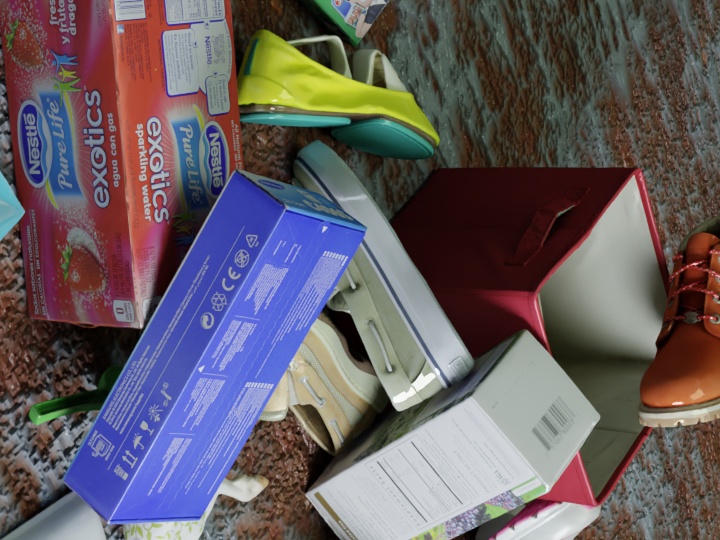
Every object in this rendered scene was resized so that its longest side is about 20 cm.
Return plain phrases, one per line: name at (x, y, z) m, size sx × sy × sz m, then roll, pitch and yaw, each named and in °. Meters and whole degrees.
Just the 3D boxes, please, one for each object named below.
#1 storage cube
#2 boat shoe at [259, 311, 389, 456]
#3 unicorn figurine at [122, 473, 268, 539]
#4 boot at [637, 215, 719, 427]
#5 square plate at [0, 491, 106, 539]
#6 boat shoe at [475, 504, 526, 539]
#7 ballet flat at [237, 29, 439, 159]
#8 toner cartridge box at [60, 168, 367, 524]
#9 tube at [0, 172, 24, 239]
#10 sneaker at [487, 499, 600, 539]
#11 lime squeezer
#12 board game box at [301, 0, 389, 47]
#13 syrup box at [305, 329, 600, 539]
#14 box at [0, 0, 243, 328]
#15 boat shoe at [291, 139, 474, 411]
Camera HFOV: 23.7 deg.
storage cube at (0.109, 0.043, 1.234) m, size 0.171 × 0.178 × 0.202 m, roll -45°, pitch 127°, yaw -41°
boat shoe at (-0.049, 0.064, 1.123) m, size 0.077 × 0.071 × 0.200 m, roll -57°, pitch 134°, yaw -12°
unicorn figurine at (-0.100, 0.196, 1.059) m, size 0.137 × 0.073 × 0.202 m, roll -32°, pitch 96°, yaw -51°
boot at (0.235, 0.035, 1.202) m, size 0.200 × 0.074 × 0.108 m, roll -43°, pitch 122°, yaw -54°
square plate at (-0.192, 0.255, 0.971) m, size 0.199 × 0.028 × 0.201 m, roll -32°, pitch 117°, yaw -48°
boat shoe at (0.142, 0.256, 1.384) m, size 0.064 × 0.070 × 0.202 m, roll -45°, pitch 134°, yaw -40°
ballet flat at (-0.010, -0.121, 1.162) m, size 0.199 × 0.066 × 0.068 m, roll 8°, pitch 81°, yaw -51°
toner cartridge box at (-0.080, 0.046, 0.958) m, size 0.201 × 0.043 × 0.095 m, roll -60°, pitch 154°, yaw 9°
tube at (-0.242, 0.008, 0.882) m, size 0.201 × 0.050 × 0.078 m, roll -61°, pitch 143°, yaw -38°
sneaker at (0.126, 0.232, 1.256) m, size 0.081 × 0.088 × 0.201 m, roll -30°, pitch 158°, yaw -49°
lime squeezer at (-0.119, 0.050, 1.022) m, size 0.199 × 0.038 × 0.071 m, roll -30°, pitch 147°, yaw -32°
board game box at (0.012, -0.271, 1.154) m, size 0.201 × 0.029 × 0.134 m, roll -54°, pitch 135°, yaw -7°
syrup box at (0.057, 0.125, 1.146) m, size 0.082 × 0.200 × 0.079 m, roll 49°, pitch 48°, yaw -4°
box at (-0.132, -0.075, 0.975) m, size 0.099 × 0.095 × 0.203 m, roll -16°, pitch 105°, yaw -50°
boat shoe at (0.000, 0.000, 1.119) m, size 0.062 × 0.201 × 0.072 m, roll -32°, pitch 151°, yaw -2°
